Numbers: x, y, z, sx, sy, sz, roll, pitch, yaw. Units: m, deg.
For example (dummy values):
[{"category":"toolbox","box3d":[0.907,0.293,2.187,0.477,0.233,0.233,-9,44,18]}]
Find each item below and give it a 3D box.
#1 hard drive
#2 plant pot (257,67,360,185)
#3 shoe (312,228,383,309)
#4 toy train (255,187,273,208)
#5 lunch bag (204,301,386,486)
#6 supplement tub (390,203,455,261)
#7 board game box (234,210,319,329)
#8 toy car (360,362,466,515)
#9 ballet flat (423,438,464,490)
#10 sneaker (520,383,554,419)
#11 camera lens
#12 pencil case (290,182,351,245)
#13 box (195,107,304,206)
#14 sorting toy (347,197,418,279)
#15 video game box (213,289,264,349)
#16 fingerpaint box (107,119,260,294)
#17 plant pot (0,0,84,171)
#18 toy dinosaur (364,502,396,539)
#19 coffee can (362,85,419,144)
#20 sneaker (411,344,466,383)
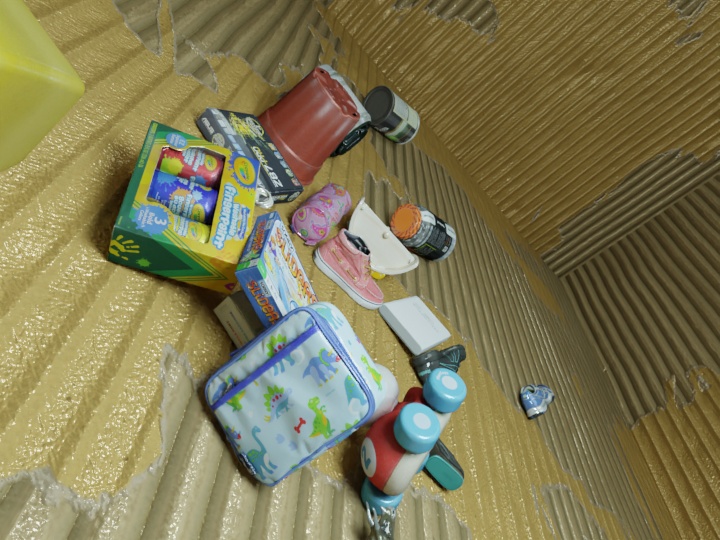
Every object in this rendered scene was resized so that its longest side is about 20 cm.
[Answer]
[{"category":"hard drive","box3d":[0.129,0.122,1.247,0.132,0.026,0.199,49,22,17]},{"category":"plant pot","box3d":[-0.116,-0.338,1.232,0.200,0.194,0.203,40,27,-25]},{"category":"shoe","box3d":[0.000,0.000,1.120,0.199,0.090,0.072,40,27,-28]},{"category":"toy train","box3d":[-0.214,-0.062,0.826,0.148,0.056,0.203,28,45,-15]},{"category":"lunch bag","box3d":[-0.083,0.144,0.648,0.163,0.198,0.082,56,18,6]},{"category":"supplement tub","box3d":[0.181,-0.111,1.557,0.198,0.122,0.124,25,36,-48]},{"category":"board game box","box3d":[-0.102,0.040,0.749,0.137,0.034,0.203,-85,158,-55]},{"category":"toy car","box3d":[0.023,0.212,0.806,0.198,0.187,0.176,33,37,18]},{"category":"ballet flat","box3d":[0.114,0.312,0.957,0.201,0.067,0.069,53,12,-24]},{"category":"sneaker","box3d":[0.522,0.368,1.597,0.078,0.075,0.199,61,24,8]},{"category":"camera lens","box3d":[-0.078,-0.426,1.459,0.202,0.159,0.160,53,24,0]},{"category":"pencil case","box3d":[-0.081,-0.124,1.156,0.088,0.087,0.201,48,25,-9]},{"category":"box","box3d":[-0.217,-0.226,1.079,0.202,0.049,0.160,57,27,7]},{"category":"sorting toy","box3d":[0.038,-0.086,1.308,0.200,0.106,0.181,46,18,-14]},{"category":"video game box","box3d":[-0.111,0.102,0.839,0.184,0.047,0.199,54,24,5]},{"category":"fingerpaint box","box3d":[-0.232,-0.089,0.740,0.164,0.074,0.204,18,49,-22]},{"category":"plant pot","box3d":[-0.412,-0.207,0.543,0.201,0.199,0.176,52,13,-1]},{"category":"toy dinosaur","box3d":[0.035,0.415,0.683,0.101,0.077,0.203,27,38,-23]},{"category":"coffee can","box3d":[0.116,-0.584,2.037,0.198,0.146,0.149,17,42,-53]},{"category":"sneaker","box3d":[0.183,0.217,1.207,0.198,0.075,0.081,-2,67,-51]}]
